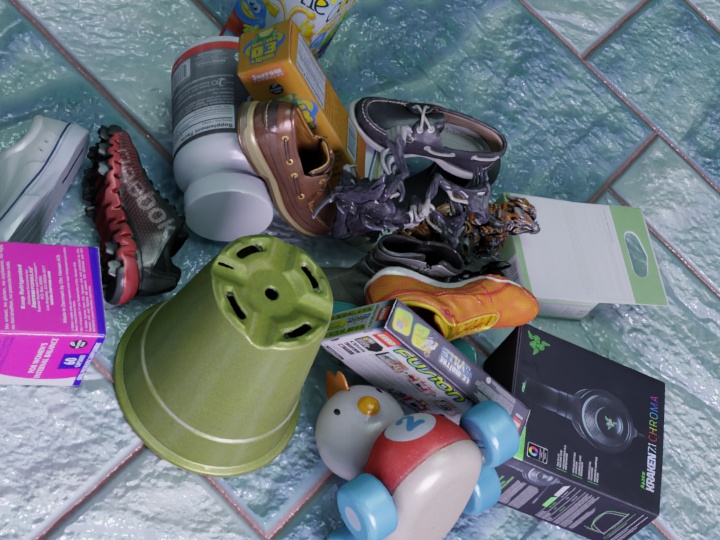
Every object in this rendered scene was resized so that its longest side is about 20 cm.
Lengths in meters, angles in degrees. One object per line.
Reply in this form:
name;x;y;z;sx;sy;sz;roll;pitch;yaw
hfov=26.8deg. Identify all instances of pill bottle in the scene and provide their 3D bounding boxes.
pill bottle;-0.145;-0.140;1.619;0.114;0.116;0.202;9;56;-23

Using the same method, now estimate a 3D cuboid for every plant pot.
plant pot;-0.117;0.065;1.446;0.198;0.190;0.202;14;53;-19

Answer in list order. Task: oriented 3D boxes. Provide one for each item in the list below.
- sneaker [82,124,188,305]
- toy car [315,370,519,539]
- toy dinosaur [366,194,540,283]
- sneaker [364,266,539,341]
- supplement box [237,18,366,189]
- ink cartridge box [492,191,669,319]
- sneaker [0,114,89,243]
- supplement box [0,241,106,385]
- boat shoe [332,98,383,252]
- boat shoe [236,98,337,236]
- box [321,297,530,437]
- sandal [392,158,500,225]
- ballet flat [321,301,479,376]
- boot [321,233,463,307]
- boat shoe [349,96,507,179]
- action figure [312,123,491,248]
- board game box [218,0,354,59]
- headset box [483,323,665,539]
sneaker;-0.228;-0.058;1.547;0.097;0.071;0.203;2;60;-27
toy car;0.018;0.168;1.478;0.183;0.178;0.200;-28;61;-27
toy dinosaur;0.109;-0.028;1.707;0.198;0.102;0.137;-20;59;4
sneaker;0.097;0.047;1.570;0.197;0.073;0.078;2;50;-21
supplement box;-0.060;-0.169;1.604;0.201;0.066;0.069;57;26;-42
ink cartridge box;0.258;-0.014;1.797;0.198;0.048;0.147;6;57;-26
sneaker;-0.340;-0.079;1.511;0.070;0.074;0.201;18;44;3
supplement box;-0.346;0.039;1.397;0.198;0.101;0.104;4;58;-25
boat shoe;-0.007;-0.107;1.715;0.062;0.071;0.202;47;39;-40
boat shoe;-0.059;-0.102;1.558;0.067;0.201;0.073;-7;54;21
box;0.064;0.106;1.504;0.200;0.109;0.035;40;58;-26
sandal;0.107;-0.109;1.782;0.076;0.043;0.200;45;49;5
ballet flat;0.028;0.087;1.588;0.198;0.071;0.070;14;59;-20
boot;0.000;0.000;1.592;0.198;0.131;0.068;5;56;-25
boat shoe;0.079;-0.158;1.717;0.198;0.060;0.075;20;58;-30
action figure;0.035;-0.082;1.591;0.198;0.119;0.103;7;52;-33
board game box;-0.065;-0.321;1.727;0.103;0.200;0.105;39;49;2
headset box;0.217;0.173;1.619;0.198;0.093;0.176;23;50;-12
